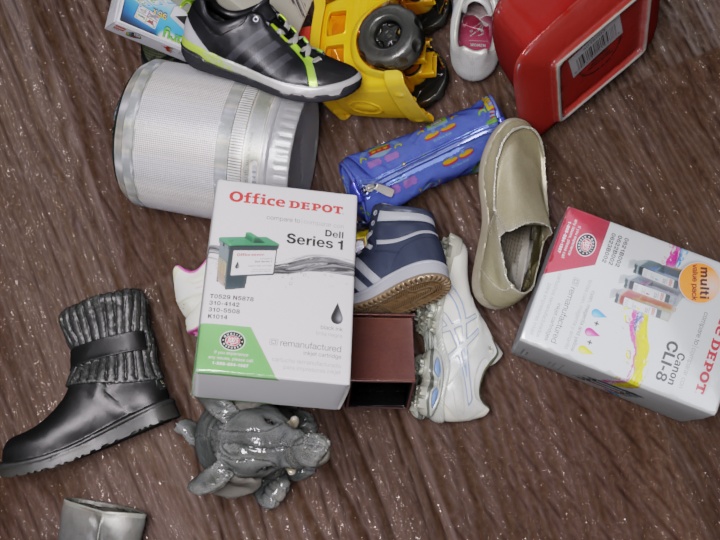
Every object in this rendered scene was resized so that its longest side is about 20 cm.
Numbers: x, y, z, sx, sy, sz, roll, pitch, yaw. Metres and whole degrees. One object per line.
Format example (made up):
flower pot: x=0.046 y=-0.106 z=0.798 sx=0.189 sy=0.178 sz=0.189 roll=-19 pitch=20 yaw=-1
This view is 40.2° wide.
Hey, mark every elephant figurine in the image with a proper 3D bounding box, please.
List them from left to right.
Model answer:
elephant figurine: x=-0.114 y=0.168 z=0.988 sx=0.155 sy=0.200 sz=0.142 roll=-36 pitch=79 yaw=-1

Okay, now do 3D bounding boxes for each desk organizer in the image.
desk organizer: x=-0.043 y=0.093 z=1.015 sx=0.198 sy=0.072 sz=0.078 roll=1 pitch=57 yaw=-4

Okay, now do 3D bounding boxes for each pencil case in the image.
pencil case: x=0.072 y=-0.120 z=1.077 sx=0.198 sy=0.087 sz=0.079 roll=-24 pitch=100 yaw=0

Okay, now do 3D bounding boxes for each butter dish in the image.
butter dish: x=0.208 y=-0.271 z=1.044 sx=0.200 sy=0.200 sz=0.148 roll=-39 pitch=68 yaw=-2

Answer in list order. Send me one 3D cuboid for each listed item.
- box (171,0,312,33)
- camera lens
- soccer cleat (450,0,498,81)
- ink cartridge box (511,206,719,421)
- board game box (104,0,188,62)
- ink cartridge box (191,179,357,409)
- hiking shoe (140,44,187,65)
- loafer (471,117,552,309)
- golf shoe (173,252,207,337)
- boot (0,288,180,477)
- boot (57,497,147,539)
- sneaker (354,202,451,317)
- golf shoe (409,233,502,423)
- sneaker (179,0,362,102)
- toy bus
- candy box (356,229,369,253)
box: x=-0.155 y=-0.310 z=1.044 sx=0.199 sy=0.082 sz=0.069 roll=32 pitch=69 yaw=-31
camera lens: x=-0.157 y=-0.136 z=1.066 sx=0.198 sy=0.160 sz=0.162 roll=10 pitch=81 yaw=7
soccer cleat: x=0.137 y=-0.314 z=1.105 sx=0.069 sy=0.086 sz=0.202 roll=3 pitch=79 yaw=6
ink cartridge box: x=0.273 y=0.049 z=1.000 sx=0.198 sy=0.145 sz=0.146 roll=21 pitch=82 yaw=8
board game box: x=-0.175 y=-0.294 z=1.100 sx=0.199 sy=0.034 sz=0.128 roll=18 pitch=79 yaw=-33
ink cartridge box: x=-0.080 y=0.022 z=0.949 sx=0.145 sy=0.084 sz=0.202 roll=5 pitch=64 yaw=-8
hiking shoe: x=-0.237 y=-0.313 z=1.131 sx=0.075 sy=0.101 sz=0.202 roll=-7 pitch=76 yaw=18
loafer: x=0.165 y=-0.058 z=1.022 sx=0.075 sy=0.068 sz=0.202 roll=4 pitch=90 yaw=-30
golf shoe: x=-0.114 y=-0.010 z=1.060 sx=0.199 sy=0.075 sz=0.092 roll=-30 pitch=75 yaw=-1
boot: x=-0.312 y=0.122 z=1.077 sx=0.209 sy=0.079 sz=0.159 roll=-22 pitch=84 yaw=-7
boot: x=-0.258 y=0.357 z=1.045 sx=0.180 sy=0.073 sz=0.202 roll=14 pitch=75 yaw=6
sneaker: x=0.000 y=0.000 z=1.049 sx=0.199 sy=0.070 sz=0.109 roll=-20 pitch=56 yaw=22
golf shoe: x=0.107 y=0.064 z=1.062 sx=0.096 sy=0.078 sz=0.202 roll=9 pitch=85 yaw=-11
sneaker: x=-0.092 y=-0.230 z=0.994 sx=0.198 sy=0.072 sz=0.083 roll=15 pitch=118 yaw=4
toy bus: x=-0.002 y=-0.269 z=1.102 sx=0.190 sy=0.136 sz=0.202 roll=0 pitch=77 yaw=22
candy box: x=-0.072 y=0.027 z=1.098 sx=0.198 sy=0.026 sz=0.103 roll=-14 pitch=83 yaw=3
